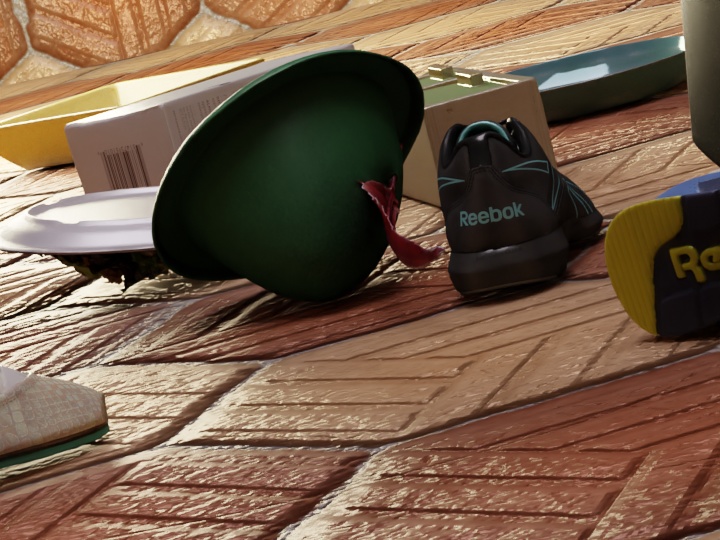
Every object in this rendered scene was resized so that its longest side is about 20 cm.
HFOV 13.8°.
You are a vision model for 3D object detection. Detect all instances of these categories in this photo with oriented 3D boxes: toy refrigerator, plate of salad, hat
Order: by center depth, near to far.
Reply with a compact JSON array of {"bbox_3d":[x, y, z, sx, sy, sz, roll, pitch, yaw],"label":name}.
[{"bbox_3d":[0.000,0.000,1.530,0.166,0.176,0.200,-51,-31,20],"label":"hat"},{"bbox_3d":[-0.130,-0.018,1.790,0.199,0.048,0.200,-4,9,1],"label":"plate of salad"},{"bbox_3d":[0.056,-0.089,1.868,0.076,0.070,0.200,-16,8,-10],"label":"toy refrigerator"}]

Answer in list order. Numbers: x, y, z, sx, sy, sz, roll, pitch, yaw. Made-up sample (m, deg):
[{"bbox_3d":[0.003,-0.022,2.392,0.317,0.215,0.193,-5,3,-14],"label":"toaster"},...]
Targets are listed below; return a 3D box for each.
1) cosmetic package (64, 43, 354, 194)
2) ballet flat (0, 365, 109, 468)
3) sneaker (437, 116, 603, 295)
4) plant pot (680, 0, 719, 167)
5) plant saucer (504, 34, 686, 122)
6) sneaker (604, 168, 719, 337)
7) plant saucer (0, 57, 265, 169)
[{"bbox_3d":[-0.097,-0.098,2.125,0.113,0.081,0.200,-8,11,44],"label":"cosmetic package"},{"bbox_3d":[-0.199,0.069,1.292,0.199,0.063,0.067,-18,10,-29],"label":"ballet flat"},{"bbox_3d":[0.080,-0.043,1.512,0.075,0.080,0.200,-13,7,7],"label":"sneaker"},{"bbox_3d":[0.263,-0.116,1.304,0.199,0.200,0.178,-15,34,-8],"label":"plant pot"},{"bbox_3d":[0.155,-0.133,2.134,0.199,0.028,0.200,-13,9,2],"label":"plant saucer"},{"bbox_3d":[0.199,-0.022,1.215,0.199,0.074,0.082,-6,10,38],"label":"sneaker"},{"bbox_3d":[-0.211,-0.136,2.658,0.199,0.049,0.200,-6,12,40],"label":"plant saucer"}]
